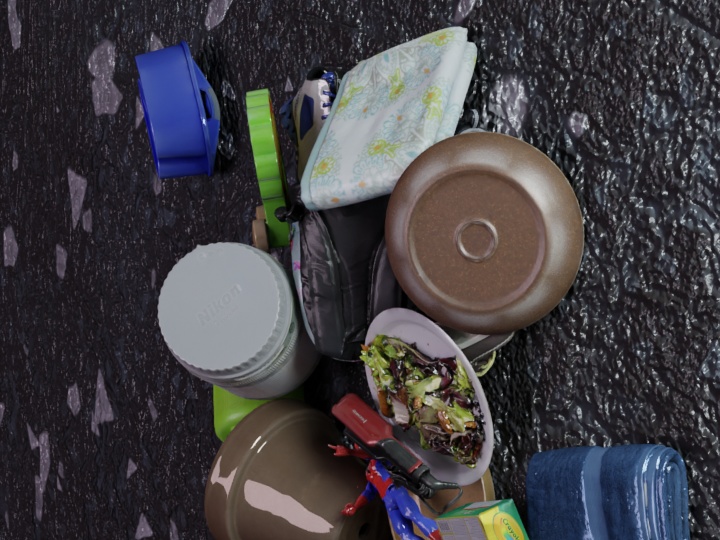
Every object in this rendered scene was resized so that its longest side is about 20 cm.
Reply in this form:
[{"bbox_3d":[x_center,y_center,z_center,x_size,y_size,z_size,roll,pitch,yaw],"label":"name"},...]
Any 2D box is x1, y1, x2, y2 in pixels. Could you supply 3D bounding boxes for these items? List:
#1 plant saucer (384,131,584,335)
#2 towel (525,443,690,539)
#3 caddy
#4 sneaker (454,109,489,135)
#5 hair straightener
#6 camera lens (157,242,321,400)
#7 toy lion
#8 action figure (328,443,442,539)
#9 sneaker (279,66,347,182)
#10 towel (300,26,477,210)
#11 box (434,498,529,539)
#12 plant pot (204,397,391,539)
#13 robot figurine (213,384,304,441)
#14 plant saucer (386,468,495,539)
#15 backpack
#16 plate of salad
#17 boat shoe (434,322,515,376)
[{"bbox_3d":[0.115,-0.032,1.472,0.199,0.037,0.202,3,102,15],"label":"plant saucer"},{"bbox_3d":[0.226,0.220,1.415,0.200,0.048,0.113,-14,79,59],"label":"towel"},{"bbox_3d":[-0.251,-0.225,2.140,0.142,0.104,0.201,104,153,-67],"label":"caddy"},{"bbox_3d":[0.103,-0.067,1.574,0.114,0.075,0.202,-22,71,61],"label":"sneaker"},{"bbox_3d":[0.045,0.201,1.607,0.200,0.041,0.077,29,153,47],"label":"hair straightener"},{"bbox_3d":[-0.134,0.060,1.756,0.200,0.159,0.161,44,-147,-72],"label":"camera lens"},{"bbox_3d":[-0.107,-0.122,1.828,0.200,0.068,0.193,-102,2,-81],"label":"toy lion"},{"bbox_3d":[0.020,0.256,1.653,0.201,0.098,0.066,60,138,43],"label":"action figure"},{"bbox_3d":[-0.034,-0.169,1.795,0.200,0.080,0.116,66,145,34],"label":"sneaker"},{"bbox_3d":[0.030,-0.159,1.598,0.170,0.048,0.201,-14,47,41],"label":"towel"},{"bbox_3d":[0.149,0.328,1.500,0.201,0.048,0.117,70,159,3],"label":"box"},{"bbox_3d":[-0.056,0.273,1.788,0.174,0.199,0.202,24,114,36],"label":"plant pot"},{"bbox_3d":[-0.129,0.148,1.924,0.176,0.115,0.201,95,173,-60],"label":"robot figurine"},{"bbox_3d":[0.093,0.250,1.653,0.200,0.035,0.202,4,94,59],"label":"plant saucer"},{"bbox_3d":[0.000,0.000,1.686,0.127,0.165,0.202,-16,-76,-79],"label":"backpack"},{"bbox_3d":[0.061,0.136,1.575,0.200,0.048,0.201,33,134,40],"label":"plate of salad"},{"bbox_3d":[0.107,0.082,1.594,0.060,0.072,0.200,44,145,-13],"label":"boat shoe"}]
